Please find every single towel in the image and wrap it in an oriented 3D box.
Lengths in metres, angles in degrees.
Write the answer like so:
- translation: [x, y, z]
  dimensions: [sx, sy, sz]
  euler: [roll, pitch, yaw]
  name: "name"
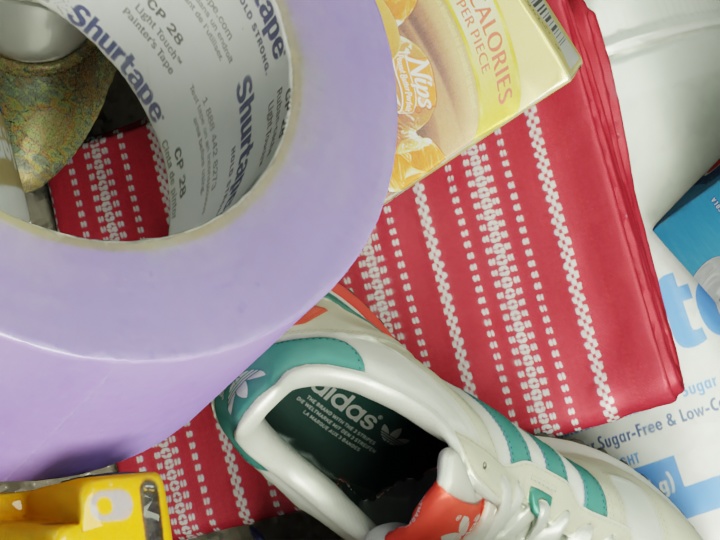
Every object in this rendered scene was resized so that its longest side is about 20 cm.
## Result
- translation: [0.000, 0.000, 0.935]
  dimensions: [0.199, 0.022, 0.146]
  euler: [-17, 83, 14]
  name: "towel"

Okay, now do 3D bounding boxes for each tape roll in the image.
- translation: [-0.095, -0.049, 0.774]
  dimensions: [0.199, 0.085, 0.201]
  euler: [15, 57, -25]
  name: "tape roll"

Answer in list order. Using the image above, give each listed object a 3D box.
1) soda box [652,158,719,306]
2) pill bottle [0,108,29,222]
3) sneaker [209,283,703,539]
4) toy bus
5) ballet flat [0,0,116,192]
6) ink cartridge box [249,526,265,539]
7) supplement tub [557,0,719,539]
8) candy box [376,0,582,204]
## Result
- translation: [0.193, 0.031, 0.907]
  dimensions: [0.200, 0.064, 0.068]
  euler: [48, 59, 0]
  name: "soda box"
- translation: [-0.169, -0.036, 0.869]
  dimensions: [0.119, 0.120, 0.201]
  euler: [-14, 84, -29]
  name: "pill bottle"
- translation: [0.033, 0.078, 0.864]
  dimensions: [0.199, 0.093, 0.070]
  euler: [35, 105, -14]
  name: "sneaker"
- translation: [-0.120, 0.101, 0.811]
  dimensions: [0.078, 0.200, 0.066]
  euler: [-2, 82, -28]
  name: "toy bus"
- translation: [-0.103, -0.126, 0.953]
  dimensions: [0.070, 0.071, 0.201]
  euler: [24, 67, -20]
  name: "ballet flat"
- translation: [0.037, 0.163, 0.924]
  dimensions: [0.042, 0.119, 0.200]
  euler: [-37, 95, -4]
  name: "ink cartridge box"
- translation: [0.101, 0.008, 0.990]
  dimensions: [0.131, 0.132, 0.201]
  euler: [-17, 85, -29]
  name: "supplement tub"
- translation: [-0.030, -0.116, 0.887]
  dimensions: [0.115, 0.055, 0.201]
  euler: [-33, 93, 12]
  name: "candy box"
